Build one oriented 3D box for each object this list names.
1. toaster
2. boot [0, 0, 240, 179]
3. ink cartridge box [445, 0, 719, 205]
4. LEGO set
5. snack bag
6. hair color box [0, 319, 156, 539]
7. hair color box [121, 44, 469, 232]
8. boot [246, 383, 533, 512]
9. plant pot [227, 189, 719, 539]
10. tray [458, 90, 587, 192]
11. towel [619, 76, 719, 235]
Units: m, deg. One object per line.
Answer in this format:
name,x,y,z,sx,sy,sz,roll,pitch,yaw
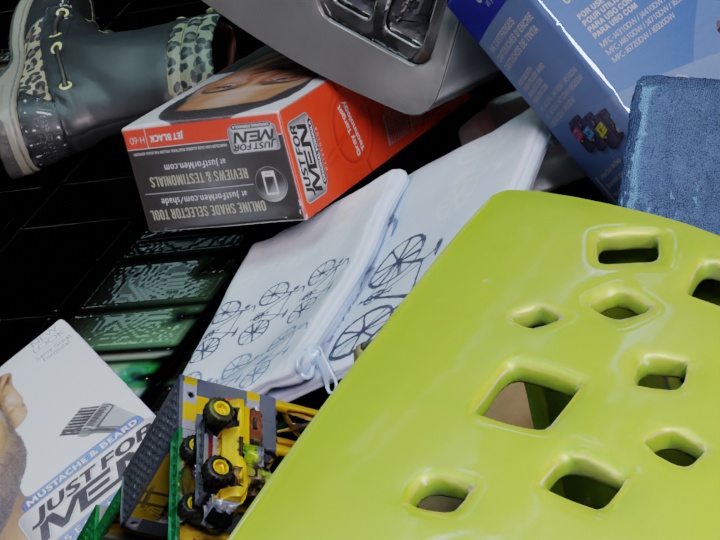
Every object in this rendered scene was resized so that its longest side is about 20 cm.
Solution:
toaster,0.013,-0.192,1.038,0.180,0.201,0.119,32,37,21
boot,-0.150,-0.138,1.323,0.153,0.074,0.204,-12,33,11
ink cartridge box,0.135,-0.118,0.931,0.136,0.200,0.076,-37,-7,-21
LEGO set,-0.031,0.130,0.677,0.115,0.200,0.154,15,38,-19
snack bag,0.000,0.000,0.960,0.199,0.021,0.189,-26,21,31
hair color box,-0.120,0.105,0.853,0.109,0.065,0.200,-40,29,-10
hair color box,-0.030,-0.085,1.108,0.101,0.062,0.200,-4,20,30
boot,0.076,0.056,0.823,0.200,0.066,0.175,-39,20,-31
plant pot,0.095,0.112,0.569,0.181,0.201,0.199,4,36,31
tray,0.149,-0.094,1.079,0.199,0.022,0.108,-19,28,5
towel,0.193,-0.007,0.759,0.199,0.049,0.112,10,69,8
